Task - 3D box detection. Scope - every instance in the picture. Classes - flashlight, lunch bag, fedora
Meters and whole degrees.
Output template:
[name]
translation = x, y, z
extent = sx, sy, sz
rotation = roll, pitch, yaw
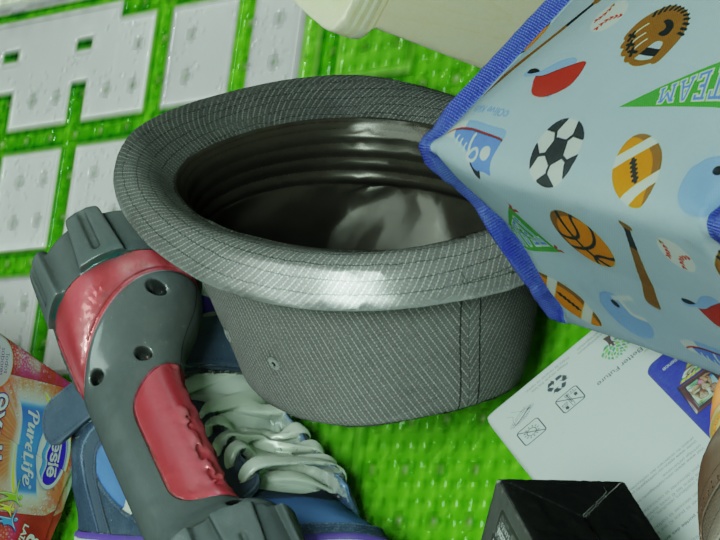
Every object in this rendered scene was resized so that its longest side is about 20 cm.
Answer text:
[flashlight]
translation = -0.069, 0.061, 1.150
extent = 0.200, 0.068, 0.068
rotation = 59, 141, 41
[lunch bag]
translation = 0.152, -0.063, 0.990
extent = 0.200, 0.124, 0.170
rotation = -50, 35, -16
[fedora]
translation = 0.000, 0.000, 1.147
extent = 0.200, 0.176, 0.091
rotation = 26, 126, 48

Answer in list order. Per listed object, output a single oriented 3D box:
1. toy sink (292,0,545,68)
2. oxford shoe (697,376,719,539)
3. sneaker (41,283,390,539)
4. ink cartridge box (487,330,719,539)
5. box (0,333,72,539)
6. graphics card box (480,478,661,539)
[toy sink]
translation = 0.017, -0.151, 1.119
extent = 0.130, 0.199, 0.112
rotation = 43, 110, 46
[oxford shoe]
translation = 0.170, 0.042, 0.839
extent = 0.200, 0.071, 0.073
rotation = -36, 26, 50
[sneaker]
translation = -0.053, 0.060, 1.219
extent = 0.200, 0.080, 0.148
rotation = -4, 78, 54
[ink cartridge box]
translation = 0.120, 0.070, 0.986
extent = 0.099, 0.039, 0.200
rotation = -38, 27, 0
[box]
translation = -0.233, 0.072, 1.364
extent = 0.199, 0.100, 0.096
rotation = 7, 70, 36
[graphics card box]
translation = 0.061, 0.181, 0.933
extent = 0.126, 0.051, 0.201
rotation = -118, 37, -56
